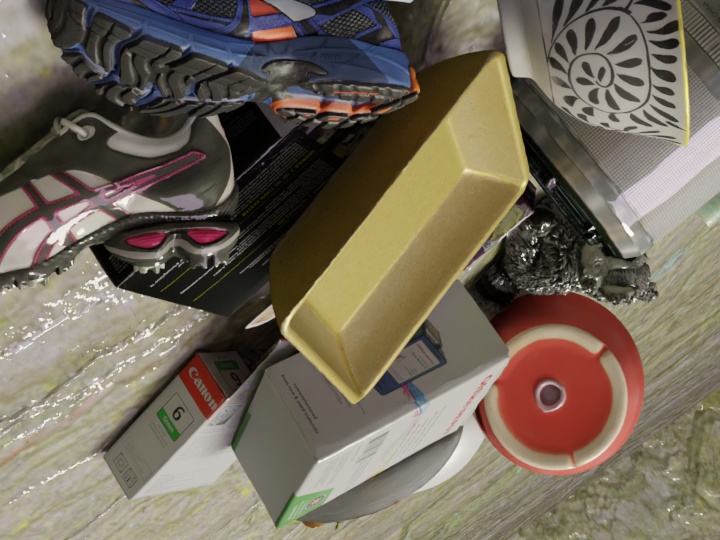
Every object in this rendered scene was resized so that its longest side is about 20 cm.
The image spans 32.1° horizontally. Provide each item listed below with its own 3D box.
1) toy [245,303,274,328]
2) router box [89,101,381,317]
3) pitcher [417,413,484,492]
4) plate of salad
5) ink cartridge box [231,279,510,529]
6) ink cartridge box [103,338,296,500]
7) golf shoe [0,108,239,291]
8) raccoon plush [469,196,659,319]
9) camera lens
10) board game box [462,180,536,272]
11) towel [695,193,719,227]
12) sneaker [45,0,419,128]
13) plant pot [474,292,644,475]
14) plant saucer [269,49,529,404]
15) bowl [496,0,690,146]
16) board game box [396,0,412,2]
[{"bbox_3d":[0.000,0.000,0.923,0.115,0.047,0.200,-44,172,19],"label":"toy"},{"bbox_3d":[-0.055,-0.059,0.769,0.200,0.051,0.149,-41,160,9],"label":"router box"},{"bbox_3d":[0.027,0.183,1.340,0.198,0.122,0.172,-27,180,3],"label":"pitcher"},{"bbox_3d":[0.004,0.170,1.157,0.199,0.200,0.048,-31,116,-16],"label":"plate of salad"},{"bbox_3d":[0.008,0.109,1.024,0.198,0.088,0.146,-22,157,-28],"label":"ink cartridge box"},{"bbox_3d":[-0.110,0.104,1.026,0.200,0.051,0.109,-47,157,21],"label":"ink cartridge box"},{"bbox_3d":[-0.160,-0.039,0.642,0.198,0.077,0.089,-10,108,-23],"label":"golf shoe"},{"bbox_3d":[0.203,0.017,1.217,0.096,0.134,0.201,-22,155,-35],"label":"raccoon plush"},{"bbox_3d":[0.214,-0.121,0.914,0.199,0.161,0.160,-39,159,8],"label":"camera lens"},{"bbox_3d":[0.087,-0.028,0.994,0.120,0.032,0.200,-45,180,12],"label":"board game box"},{"bbox_3d":[0.299,-0.160,0.990,0.200,0.153,0.023,-44,171,15],"label":"towel"},{"bbox_3d":[-0.062,-0.121,0.619,0.198,0.080,0.075,3,163,-38],"label":"sneaker"},{"bbox_3d":[0.200,0.122,1.293,0.200,0.201,0.177,-39,174,7],"label":"plant pot"},{"bbox_3d":[0.021,-0.028,0.778,0.201,0.048,0.200,-52,159,-7],"label":"plant saucer"},{"bbox_3d":[0.125,-0.163,0.713,0.093,0.204,0.201,-8,162,11],"label":"bowl"},{"bbox_3d":[0.004,-0.215,0.537,0.199,0.056,0.196,-8,145,-52],"label":"board game box"}]
